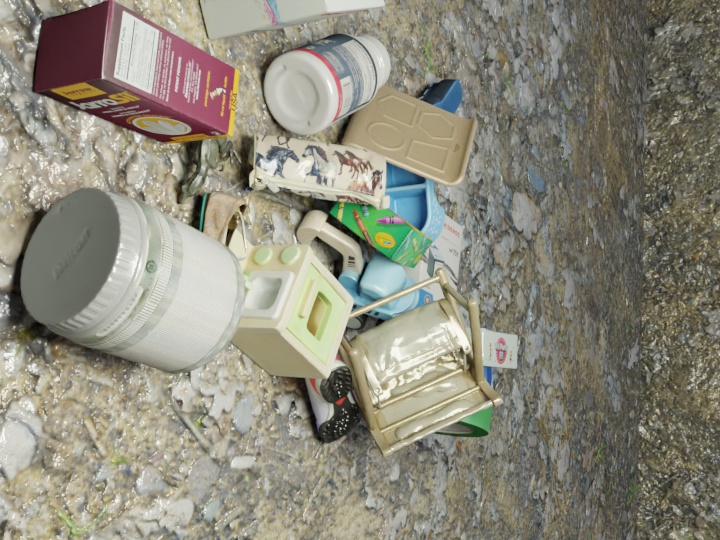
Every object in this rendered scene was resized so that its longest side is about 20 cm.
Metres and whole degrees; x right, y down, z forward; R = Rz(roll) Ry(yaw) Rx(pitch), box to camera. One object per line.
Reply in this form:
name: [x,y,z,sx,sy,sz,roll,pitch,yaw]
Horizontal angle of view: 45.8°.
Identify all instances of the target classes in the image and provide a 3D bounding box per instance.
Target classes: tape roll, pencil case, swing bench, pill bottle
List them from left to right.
pencil case: [-0.056,-0.133,1.170,0.078,0.199,0.090,109,-12,-55]
pill bottle: [-0.041,-0.283,1.259,0.200,0.119,0.120,-40,123,-51]
swing bench: [0.081,0.137,1.273,0.198,0.130,0.201,-22,118,-9]
tape roll: [0.118,0.234,1.424,0.200,0.200,0.048,36,60,-51]

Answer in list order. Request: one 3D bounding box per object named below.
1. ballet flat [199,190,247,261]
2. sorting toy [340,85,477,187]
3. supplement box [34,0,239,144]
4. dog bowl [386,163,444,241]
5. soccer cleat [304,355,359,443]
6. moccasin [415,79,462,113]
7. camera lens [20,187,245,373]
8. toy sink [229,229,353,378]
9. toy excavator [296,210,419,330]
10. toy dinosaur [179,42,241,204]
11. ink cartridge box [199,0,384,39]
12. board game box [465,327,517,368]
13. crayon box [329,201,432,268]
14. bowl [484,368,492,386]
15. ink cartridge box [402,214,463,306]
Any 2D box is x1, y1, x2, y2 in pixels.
ballet flat: [-0.177,-0.008,1.063,0.068,0.067,0.201,107,-9,-71]
sorting toy: [0.081,-0.218,1.383,0.037,0.199,0.185,108,1,-45]
supplement box: [-0.242,-0.212,0.949,0.200,0.110,0.086,17,75,-56]
dog bowl: [0.078,-0.136,1.435,0.050,0.111,0.201,5,80,-67]
soccer cleat: [-0.048,0.184,1.277,0.068,0.073,0.200,-27,142,-19]
moccasin: [0.125,-0.286,1.571,0.200,0.068,0.081,-50,137,-44]
camera lens: [-0.234,0.016,0.912,0.200,0.160,0.161,31,64,-53]
toy sink: [-0.110,0.043,1.152,0.200,0.112,0.131,50,49,-44]
toy excavator: [0.000,0.000,1.321,0.200,0.194,0.100,93,18,-54]
toy dinosaur: [-0.184,-0.178,1.084,0.088,0.047,0.201,3,97,-76]
ink cartridge box: [-0.094,-0.392,1.101,0.145,0.199,0.145,-31,115,-54]
board game box: [0.151,0.133,1.478,0.147,0.199,0.065,14,77,-56]
crayon box: [0.037,-0.065,1.310,0.058,0.119,0.200,-54,168,5]
bowl: [0.208,0.224,1.715,0.200,0.039,0.201,1,89,-57]
ink cartridge box: [0.108,-0.004,1.521,0.146,0.086,0.201,26,69,-54]
